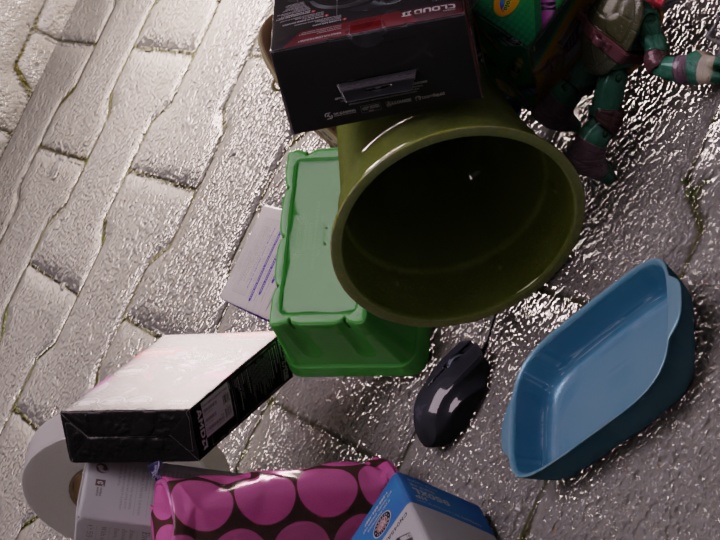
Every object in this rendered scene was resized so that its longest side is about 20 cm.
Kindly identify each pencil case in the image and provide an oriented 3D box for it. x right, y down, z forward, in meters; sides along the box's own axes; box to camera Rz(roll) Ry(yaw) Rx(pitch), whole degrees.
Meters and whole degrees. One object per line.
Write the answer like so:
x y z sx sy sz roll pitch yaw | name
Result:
-0.069 0.193 1.622 0.094 0.199 0.091 153 115 -73 | pencil case

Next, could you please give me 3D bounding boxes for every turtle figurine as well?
0.209 -0.174 1.545 0.200 0.100 0.150 -58 22 28 | turtle figurine

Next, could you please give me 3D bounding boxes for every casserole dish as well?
0.172 0.076 1.421 0.200 0.039 0.121 -43 30 42 | casserole dish

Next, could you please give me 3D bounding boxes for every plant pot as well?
0.055 -0.092 1.603 0.200 0.200 0.190 -51 36 28 | plant pot

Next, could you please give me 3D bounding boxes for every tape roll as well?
-0.224 0.202 1.941 0.203 0.202 0.037 -43 29 40 | tape roll

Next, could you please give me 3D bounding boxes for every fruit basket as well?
0.000 0.000 1.787 0.155 0.216 0.216 -2 57 24 | fruit basket

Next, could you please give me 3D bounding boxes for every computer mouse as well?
0.093 0.050 1.629 0.200 0.034 0.059 -64 21 -3 | computer mouse

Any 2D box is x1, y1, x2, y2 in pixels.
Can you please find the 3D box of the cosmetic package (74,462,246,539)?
-0.139 0.222 1.704 0.102 0.199 0.074 101 175 -46 | cosmetic package

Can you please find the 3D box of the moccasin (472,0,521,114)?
0.084 -0.222 1.760 0.080 0.200 0.068 -38 -7 -3 | moccasin

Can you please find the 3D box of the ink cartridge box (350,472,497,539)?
0.043 0.260 1.440 0.145 0.084 0.200 -58 23 14 | ink cartridge box

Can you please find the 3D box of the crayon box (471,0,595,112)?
0.151 -0.206 1.597 0.119 0.058 0.200 -53 -13 -4 | crayon box

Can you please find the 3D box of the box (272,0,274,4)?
0.028 -0.245 1.874 0.113 0.200 0.101 -57 23 15 | box

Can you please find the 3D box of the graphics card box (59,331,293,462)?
-0.153 0.105 1.724 0.125 0.051 0.200 -2 18 23 | graphics card box

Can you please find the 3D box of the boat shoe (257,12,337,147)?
-0.031 -0.159 1.924 0.073 0.200 0.063 -42 11 -19 | boat shoe

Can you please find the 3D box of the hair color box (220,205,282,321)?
-0.067 0.001 1.985 0.110 0.065 0.200 -65 16 -2 | hair color box

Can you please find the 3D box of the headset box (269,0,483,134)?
0.012 -0.185 1.544 0.148 0.077 0.200 -11 33 6 | headset box
